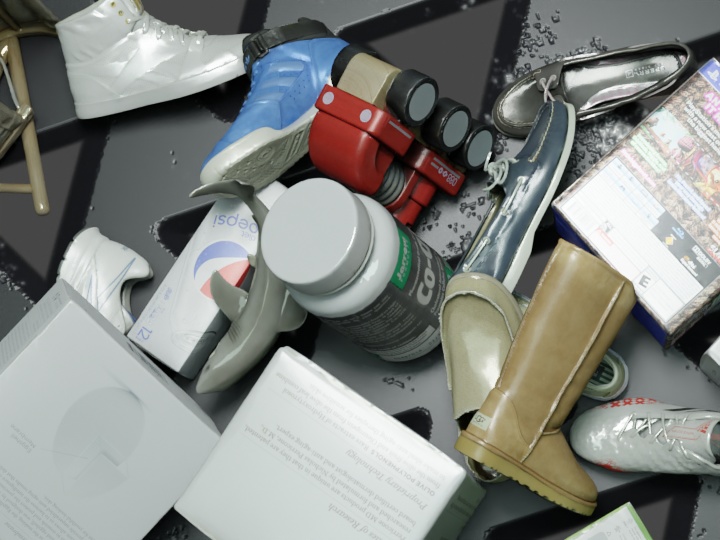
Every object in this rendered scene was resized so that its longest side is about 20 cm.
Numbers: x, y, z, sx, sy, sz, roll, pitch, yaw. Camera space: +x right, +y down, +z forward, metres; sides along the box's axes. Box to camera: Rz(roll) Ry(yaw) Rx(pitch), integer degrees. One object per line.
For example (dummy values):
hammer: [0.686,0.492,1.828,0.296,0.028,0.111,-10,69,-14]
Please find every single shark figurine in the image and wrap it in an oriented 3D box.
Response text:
shark figurine: [-0.081,0.009,1.599,0.089,0.127,0.217,29,123,48]

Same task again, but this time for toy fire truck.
toy fire truck: [0.001,-0.086,1.616,0.128,0.176,0.201,28,89,35]

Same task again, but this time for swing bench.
swing bench: [-0.367,-0.172,1.664,0.128,0.199,0.202,3,80,8]

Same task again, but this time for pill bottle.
pill bottle: [0.000,0.000,1.561,0.112,0.200,0.114,-10,66,25]

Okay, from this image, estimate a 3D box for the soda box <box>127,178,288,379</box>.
soda box: [-0.134,0.001,1.667,0.063,0.068,0.201,33,85,12]

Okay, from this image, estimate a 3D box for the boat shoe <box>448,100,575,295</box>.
boat shoe: [0.138,-0.068,1.607,0.061,0.075,0.202,23,85,-6]

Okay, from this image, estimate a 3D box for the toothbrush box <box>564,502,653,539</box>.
toothbrush box: [0.229,0.283,1.497,0.086,0.200,0.147,-30,77,0]

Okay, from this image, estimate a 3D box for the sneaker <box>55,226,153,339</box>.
sneaker: [-0.263,0.061,1.674,0.086,0.075,0.202,21,84,6]

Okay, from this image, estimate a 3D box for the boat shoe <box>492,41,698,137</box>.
boat shoe: [0.218,-0.177,1.656,0.198,0.057,0.068,-15,78,5]

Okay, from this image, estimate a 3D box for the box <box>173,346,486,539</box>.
box: [-0.020,0.200,1.547,0.199,0.199,0.172,33,86,14]

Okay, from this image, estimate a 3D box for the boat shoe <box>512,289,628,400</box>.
boat shoe: [0.153,0.058,1.619,0.198,0.062,0.073,21,83,12]

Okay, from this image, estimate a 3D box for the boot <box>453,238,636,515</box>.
boot: [0.187,0.098,1.533,0.066,0.175,0.201,27,87,50]

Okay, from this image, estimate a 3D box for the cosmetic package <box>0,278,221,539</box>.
cosmetic package: [-0.262,0.153,1.592,0.200,0.123,0.199,-46,106,-3]

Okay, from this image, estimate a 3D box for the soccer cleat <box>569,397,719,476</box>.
soccer cleat: [0.285,0.149,1.572,0.198,0.085,0.069,6,81,9]

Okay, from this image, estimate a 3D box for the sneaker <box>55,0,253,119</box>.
sneaker: [-0.194,-0.225,1.695,0.198,0.074,0.117,-14,106,6]

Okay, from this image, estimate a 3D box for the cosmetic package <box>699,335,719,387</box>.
cosmetic package: [0.394,0.028,1.572,0.074,0.102,0.200,40,86,11]

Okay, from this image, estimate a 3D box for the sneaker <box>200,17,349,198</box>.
sneaker: [-0.090,-0.157,1.638,0.199,0.077,0.111,-38,68,-16]

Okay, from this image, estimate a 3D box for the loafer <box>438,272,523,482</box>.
loafer: [0.115,0.100,1.572,0.075,0.068,0.202,-8,108,21]

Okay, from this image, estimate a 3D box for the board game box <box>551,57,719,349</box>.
board game box: [0.298,-0.058,1.602,0.200,0.097,0.160,-41,77,-1]
